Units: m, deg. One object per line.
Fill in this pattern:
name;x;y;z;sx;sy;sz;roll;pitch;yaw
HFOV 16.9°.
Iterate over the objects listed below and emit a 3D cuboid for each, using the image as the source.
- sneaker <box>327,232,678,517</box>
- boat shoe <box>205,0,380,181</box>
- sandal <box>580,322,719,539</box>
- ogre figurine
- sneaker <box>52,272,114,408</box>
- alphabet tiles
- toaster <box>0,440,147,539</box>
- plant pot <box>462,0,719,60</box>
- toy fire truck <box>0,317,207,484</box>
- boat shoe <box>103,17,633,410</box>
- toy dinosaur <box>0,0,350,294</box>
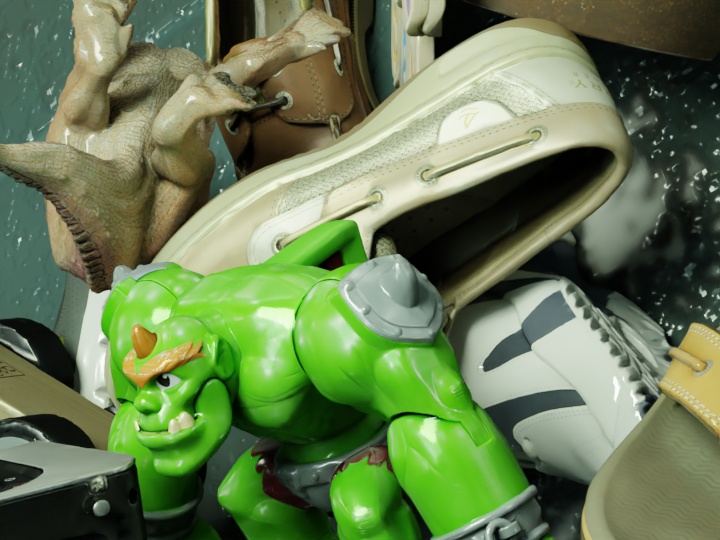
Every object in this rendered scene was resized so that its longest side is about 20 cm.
sneaker;0.041;0.056;0.824;0.130;0.079;0.199;-52;49;15
boat shoe;-0.032;-0.068;0.936;0.072;0.068;0.201;-23;62;30
sandal;0.122;0.036;0.704;0.080;0.200;0.054;15;128;25
ogre figurine;-0.021;0.054;0.732;0.200;0.098;0.120;13;120;66
sneaker;-0.125;0.078;0.941;0.084;0.074;0.201;2;75;18
alphabet tiles;0.015;-0.152;0.862;0.200;0.015;0.196;-101;10;-71
toaster;-0.146;0.156;0.717;0.119;0.180;0.201;11;112;63
plant pot;0.100;-0.179;0.814;0.187;0.187;0.201;23;104;42
toy fire truck;-0.178;0.115;0.868;0.176;0.129;0.201;29;104;22
boat shoe;0.000;0.000;0.789;0.200;0.072;0.065;-35;43;13
toy dinosaur;-0.080;-0.031;0.844;0.086;0.200;0.136;27;114;2
